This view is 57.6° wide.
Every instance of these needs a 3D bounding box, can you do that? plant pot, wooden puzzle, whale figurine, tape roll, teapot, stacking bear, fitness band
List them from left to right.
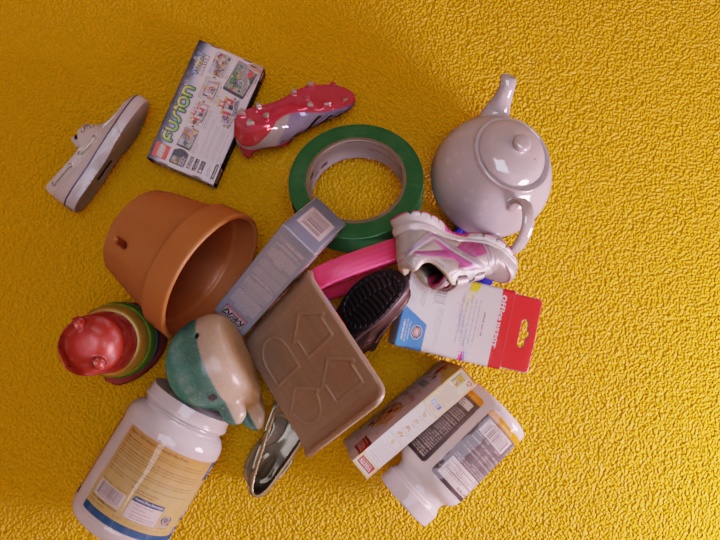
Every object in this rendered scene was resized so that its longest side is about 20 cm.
[{"bbox_3d":[-0.341,0.097,0.887,0.114,0.200,0.122,-21,88,-3],"label":"stacking bear"},{"bbox_3d":[-0.259,-0.022,0.922,0.140,0.200,0.200,30,84,15],"label":"plant pot"},{"bbox_3d":[-0.198,0.153,0.908,0.104,0.200,0.159,-21,47,-1],"label":"whale figurine"},{"bbox_3d":[-0.062,0.127,0.891,0.046,0.185,0.200,-10,63,-48],"label":"wooden puzzle"},{"bbox_3d":[-0.006,-0.124,0.977,0.200,0.048,0.201,-1,65,3],"label":"tape roll"},{"bbox_3d":[0.000,0.000,0.952,0.200,0.144,0.037,-20,81,-17],"label":"fitness band"},{"bbox_3d":[0.206,-0.148,0.964,0.200,0.146,0.197,46,66,2],"label":"teapot"}]

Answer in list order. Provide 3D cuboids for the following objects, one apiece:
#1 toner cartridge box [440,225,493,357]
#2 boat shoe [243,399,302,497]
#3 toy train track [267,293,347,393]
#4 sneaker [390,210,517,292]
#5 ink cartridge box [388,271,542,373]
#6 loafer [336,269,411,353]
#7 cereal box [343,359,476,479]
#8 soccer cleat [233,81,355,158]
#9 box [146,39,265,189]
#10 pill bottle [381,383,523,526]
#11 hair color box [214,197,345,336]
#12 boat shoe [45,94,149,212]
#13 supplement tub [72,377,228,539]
[{"bbox_3d":[0.142,0.026,1.019,0.095,0.043,0.200,35,84,-1],"label":"toner cartridge box"},{"bbox_3d":[-0.108,0.235,0.960,0.073,0.063,0.201,32,90,-13],"label":"boat shoe"},{"bbox_3d":[-0.068,0.108,0.991,0.115,0.033,0.200,39,96,-15],"label":"toy train track"},{"bbox_3d":[0.125,-0.009,0.895,0.200,0.081,0.088,16,71,-20],"label":"sneaker"},{"bbox_3d":[0.152,0.074,0.961,0.200,0.067,0.116,14,86,-5],"label":"ink cartridge box"},{"bbox_3d":[0.001,0.077,0.940,0.200,0.071,0.073,-45,54,17],"label":"loafer"},{"bbox_3d":[0.067,0.209,0.950,0.200,0.144,0.040,-38,90,-7],"label":"cereal box"},{"bbox_3d":[-0.101,-0.233,1.011,0.200,0.077,0.067,-23,59,-22],"label":"soccer cleat"},{"bbox_3d":[-0.234,-0.239,1.006,0.110,0.035,0.200,23,84,-3],"label":"box"},{"bbox_3d":[0.133,0.270,0.966,0.200,0.116,0.116,-43,91,-6],"label":"pill bottle"},{"bbox_3d":[-0.114,-0.003,0.916,0.061,0.099,0.200,44,126,-2],"label":"hair color box"},{"bbox_3d":[-0.394,-0.186,0.973,0.070,0.071,0.200,34,90,-5],"label":"boat shoe"},{"bbox_3d":[-0.285,0.267,0.912,0.145,0.145,0.200,31,84,-3],"label":"supplement tub"}]
